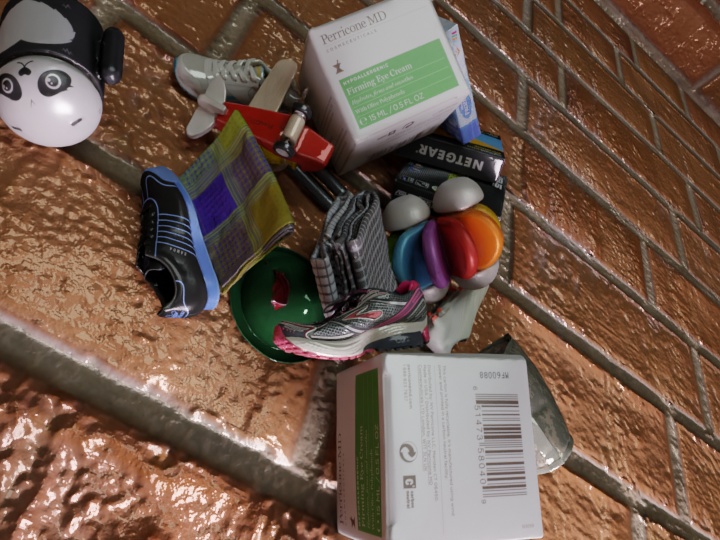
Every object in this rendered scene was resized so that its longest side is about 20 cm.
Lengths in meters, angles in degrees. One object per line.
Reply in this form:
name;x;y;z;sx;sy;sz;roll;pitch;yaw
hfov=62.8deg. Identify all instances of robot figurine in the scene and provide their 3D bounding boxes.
robot figurine;-0.374;-0.250;0.714;0.123;0.149;0.205;19;51;-44

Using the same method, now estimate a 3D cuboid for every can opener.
can opener;-0.047;-0.125;0.965;0.200;0.053;0.067;44;10;-10

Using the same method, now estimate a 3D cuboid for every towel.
towel;0.000;0.000;0.806;0.201;0.083;0.170;-75;156;-62
towel;-0.166;-0.089;0.761;0.023;0.143;0.204;13;46;-56

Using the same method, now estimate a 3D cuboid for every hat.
hat;-0.066;0.015;0.758;0.162;0.176;0.205;20;52;-25

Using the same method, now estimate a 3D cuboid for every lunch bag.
lunch bag;0.227;0.198;0.877;0.166;0.116;0.200;57;9;7

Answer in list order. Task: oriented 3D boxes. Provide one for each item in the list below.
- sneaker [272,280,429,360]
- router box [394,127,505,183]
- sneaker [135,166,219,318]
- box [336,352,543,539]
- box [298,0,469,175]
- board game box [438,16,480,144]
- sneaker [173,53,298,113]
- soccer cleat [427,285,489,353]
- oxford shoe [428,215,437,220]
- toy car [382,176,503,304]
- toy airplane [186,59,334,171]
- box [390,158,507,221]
sneaker;-0.010;0.058;0.682;0.195;0.080;0.077;-6;92;-32
router box;0.168;-0.237;1.108;0.194;0.052;0.150;16;30;1
sneaker;-0.243;-0.038;0.727;0.077;0.070;0.204;-12;72;-48
box;0.084;0.212;0.710;0.194;0.171;0.205;5;72;-19
box;0.027;-0.285;0.916;0.195;0.200;0.175;-25;90;-11
board game box;0.123;-0.349;1.034;0.201;0.043;0.202;51;-11;48
sneaker;-0.193;-0.300;0.926;0.195;0.081;0.079;11;58;-32
soccer cleat;0.167;0.075;0.998;0.199;0.069;0.079;-39;100;-42
oxford shoe;0.140;-0.082;1.069;0.194;0.074;0.072;3;29;-15
toy car;0.127;-0.033;0.916;0.151;0.195;0.179;-81;152;-69
toy airplane;-0.151;-0.194;0.864;0.142;0.196;0.203;62;4;-68
box;0.165;-0.148;1.063;0.188;0.049;0.201;19;32;9
